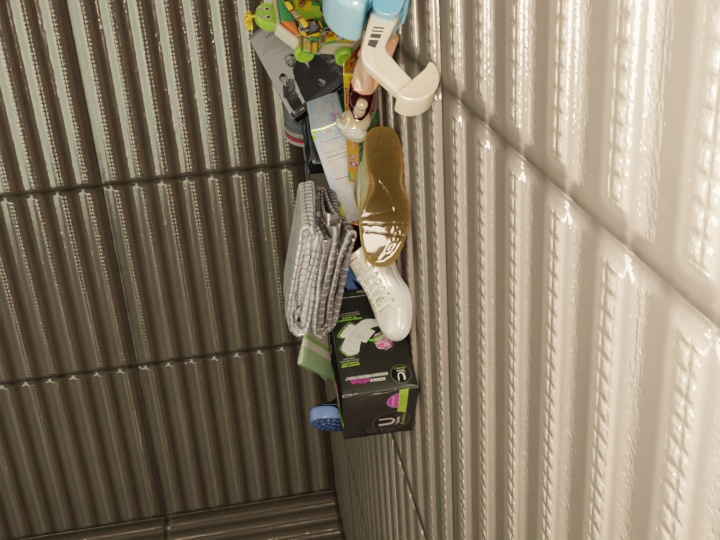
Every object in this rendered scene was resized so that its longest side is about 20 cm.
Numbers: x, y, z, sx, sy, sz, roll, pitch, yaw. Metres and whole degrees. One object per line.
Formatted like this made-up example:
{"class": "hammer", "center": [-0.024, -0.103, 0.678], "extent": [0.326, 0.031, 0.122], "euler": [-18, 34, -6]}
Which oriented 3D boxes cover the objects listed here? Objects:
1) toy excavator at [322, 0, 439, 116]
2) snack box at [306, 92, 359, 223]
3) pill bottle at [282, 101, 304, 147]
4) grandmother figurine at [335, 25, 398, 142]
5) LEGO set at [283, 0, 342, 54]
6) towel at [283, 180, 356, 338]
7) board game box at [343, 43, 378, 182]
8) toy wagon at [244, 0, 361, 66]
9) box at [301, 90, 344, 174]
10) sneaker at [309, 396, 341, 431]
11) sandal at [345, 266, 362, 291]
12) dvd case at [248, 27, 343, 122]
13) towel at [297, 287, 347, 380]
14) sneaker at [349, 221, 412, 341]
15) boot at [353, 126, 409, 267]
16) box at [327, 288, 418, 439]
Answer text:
{"class": "toy excavator", "center": [0.015, -0.289, 0.984], "extent": [0.100, 0.193, 0.202], "euler": [102, -172, -70]}
{"class": "snack box", "center": [-0.033, -0.190, 1.512], "extent": [0.169, 0.067, 0.201], "euler": [-102, -7, -62]}
{"class": "pill bottle", "center": [-0.139, -0.427, 2.180], "extent": [0.120, 0.118, 0.201], "euler": [-104, 10, -46]}
{"class": "grandmother figurine", "center": [0.006, -0.260, 1.210], "extent": [0.201, 0.060, 0.122], "euler": [106, 180, -49]}
{"class": "LEGO set", "center": [-0.057, -0.445, 1.322], "extent": [0.116, 0.152, 0.202], "euler": [94, 164, -61]}
{"class": "towel", "center": [-0.068, -0.018, 1.338], "extent": [0.166, 0.085, 0.202], "euler": [-102, 21, -60]}
{"class": "board game box", "center": [0.002, -0.251, 1.364], "extent": [0.096, 0.030, 0.202], "euler": [-59, -30, -50]}
{"class": "toy wagon", "center": [-0.089, -0.405, 1.398], "extent": [0.040, 0.198, 0.156], "euler": [118, 148, -53]}
{"class": "box", "center": [-0.060, -0.300, 1.674], "extent": [0.148, 0.106, 0.202], "euler": [162, 100, -83]}
{"class": "sneaker", "center": [-0.012, 0.236, 1.519], "extent": [0.070, 0.199, 0.079], "euler": [-34, 59, 40]}
{"class": "sandal", "center": [0.000, 0.000, 1.465], "extent": [0.200, 0.086, 0.080], "euler": [123, 144, -54]}
{"class": "dvd case", "center": [-0.105, -0.394, 1.581], "extent": [0.201, 0.150, 0.025], "euler": [62, -165, 19]}
{"class": "towel", "center": [-0.065, 0.084, 1.537], "extent": [0.153, 0.023, 0.202], "euler": [43, -126, -64]}
{"class": "sneaker", "center": [0.017, 0.015, 1.319], "extent": [0.073, 0.084, 0.202], "euler": [-38, 56, 37]}
{"class": "boot", "center": [0.026, -0.096, 1.288], "extent": [0.155, 0.071, 0.202], "euler": [127, 143, -79]}
{"class": "box", "center": [0.015, 0.151, 1.423], "extent": [0.149, 0.123, 0.201], "euler": [90, 171, -52]}
